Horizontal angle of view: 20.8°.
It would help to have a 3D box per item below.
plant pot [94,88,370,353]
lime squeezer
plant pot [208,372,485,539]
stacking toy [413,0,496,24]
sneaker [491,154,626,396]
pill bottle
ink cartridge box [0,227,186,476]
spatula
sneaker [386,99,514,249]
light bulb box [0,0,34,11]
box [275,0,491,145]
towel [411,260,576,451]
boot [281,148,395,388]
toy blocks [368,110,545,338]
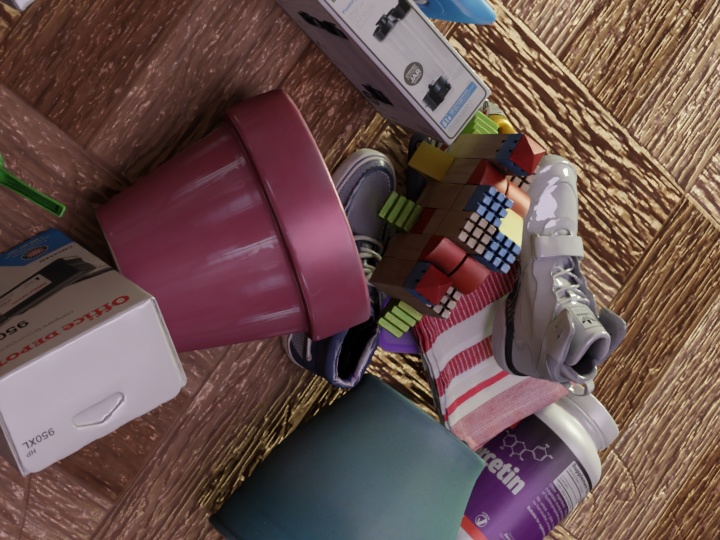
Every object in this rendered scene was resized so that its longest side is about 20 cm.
[{"bbox_3d":[-0.109,-0.022,1.570,0.178,0.200,0.201,-21,117,-8],"label":"plant pot"},{"bbox_3d":[-0.314,-0.087,1.489,0.199,0.071,0.038,27,109,-6],"label":"lime squeezer"},{"bbox_3d":[0.003,0.201,1.690,0.200,0.200,0.189,40,85,-34],"label":"plant pot"},{"bbox_3d":[0.082,-0.316,1.645,0.116,0.109,0.201,36,74,-50],"label":"stacking toy"},{"bbox_3d":[0.177,0.008,1.682,0.075,0.115,0.202,-3,108,-34],"label":"sneaker"},{"bbox_3d":[0.147,0.196,1.835,0.200,0.112,0.113,-44,123,-13],"label":"pill bottle"},{"bbox_3d":[-0.243,0.057,1.494,0.144,0.200,0.085,-30,119,-21],"label":"ink cartridge box"},{"bbox_3d":[0.048,-0.024,1.706,0.056,0.021,0.202,5,112,5],"label":"spatula"},{"bbox_3d":[0.081,-0.056,1.730,0.077,0.082,0.202,4,104,-33],"label":"sneaker"},{"bbox_3d":[-0.243,-0.332,1.413,0.198,0.125,0.201,-40,121,-14],"label":"light bulb box"},{"bbox_3d":[0.007,-0.198,1.617,0.060,0.116,0.200,-51,123,-7],"label":"box"},{"bbox_3d":[0.117,0.057,1.744,0.143,0.023,0.201,-30,123,-20],"label":"towel"},{"bbox_3d":[0.000,0.000,1.692,0.072,0.090,0.202,12,99,-34],"label":"boot"},{"bbox_3d":[0.088,-0.036,1.609,0.100,0.137,0.201,35,81,-20],"label":"toy blocks"}]
